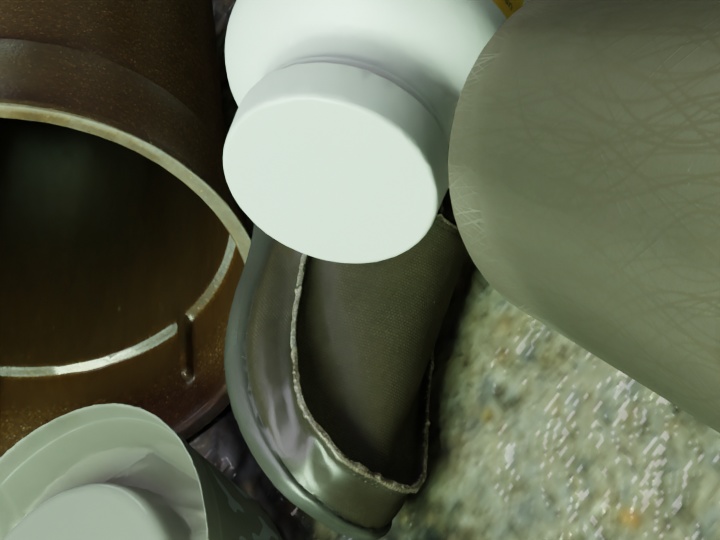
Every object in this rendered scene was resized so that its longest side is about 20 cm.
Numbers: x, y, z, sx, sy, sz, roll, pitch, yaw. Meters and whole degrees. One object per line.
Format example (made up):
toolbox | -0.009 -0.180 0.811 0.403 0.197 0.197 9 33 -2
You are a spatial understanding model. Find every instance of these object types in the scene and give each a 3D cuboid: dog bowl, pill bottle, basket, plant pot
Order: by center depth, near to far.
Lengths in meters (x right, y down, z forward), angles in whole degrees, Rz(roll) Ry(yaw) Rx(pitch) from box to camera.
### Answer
basket | 0.125 -0.022 0.805 0.200 0.136 0.181 14 75 57
pill bottle | 0.015 -0.097 0.963 0.104 0.104 0.200 -28 29 38
dog bowl | -0.101 0.152 1.025 0.200 0.059 0.200 -28 48 37
plant pot | -0.135 -0.054 1.105 0.200 0.200 0.198 -37 34 30

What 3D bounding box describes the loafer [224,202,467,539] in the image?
loafer | 0.000 0.000 0.986 0.071 0.073 0.200 -33 44 36
